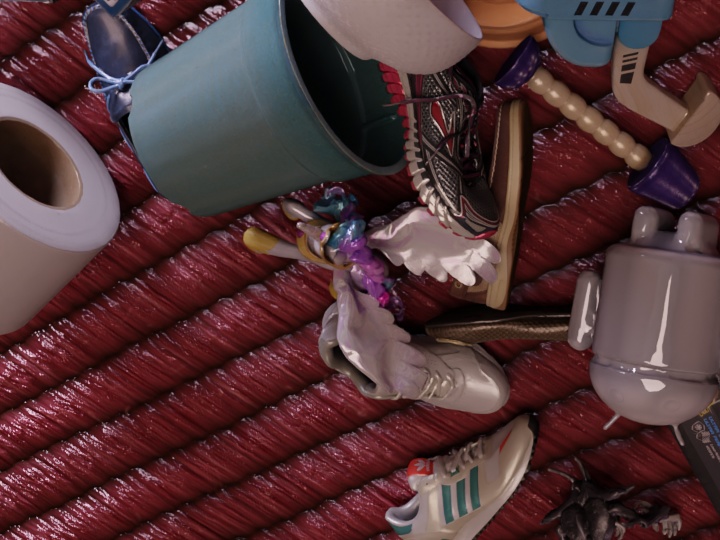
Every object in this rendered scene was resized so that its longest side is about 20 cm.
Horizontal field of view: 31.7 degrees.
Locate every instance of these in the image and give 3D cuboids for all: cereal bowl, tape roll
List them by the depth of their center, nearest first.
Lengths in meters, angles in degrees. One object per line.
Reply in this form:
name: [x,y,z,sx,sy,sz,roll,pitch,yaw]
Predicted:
cereal bowl: [0.003,-0.229,0.998,0.083,0.200,0.200,-39,99,17]
tape roll: [-0.348,-0.060,1.202,0.139,0.203,0.203,-39,99,25]

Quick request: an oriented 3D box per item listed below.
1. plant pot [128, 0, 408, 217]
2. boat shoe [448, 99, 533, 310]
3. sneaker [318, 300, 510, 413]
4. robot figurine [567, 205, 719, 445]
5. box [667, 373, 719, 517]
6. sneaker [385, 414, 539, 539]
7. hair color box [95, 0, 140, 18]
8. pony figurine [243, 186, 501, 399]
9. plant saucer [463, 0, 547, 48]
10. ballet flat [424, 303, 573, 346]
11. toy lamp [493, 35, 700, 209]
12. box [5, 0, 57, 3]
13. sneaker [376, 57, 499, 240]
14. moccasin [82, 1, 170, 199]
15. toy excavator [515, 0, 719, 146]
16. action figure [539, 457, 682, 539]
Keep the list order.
plant pot: [-0.084,-0.146,1.112,0.195,0.200,0.201,-20,107,30]
boat shoe: [0.113,-0.061,1.157,0.071,0.072,0.201,10,119,12]
sneaker: [0.046,0.102,1.225,0.199,0.099,0.078,19,116,6]
robot figurine: [0.262,0.047,1.103,0.169,0.113,0.202,11,94,35]
box: [0.385,0.116,1.174,0.198,0.050,0.201,-25,105,24]
sneaker: [0.098,0.210,1.275,0.093,0.070,0.200,33,117,-2]
hair color box: [-0.157,-0.316,1.097,0.200,0.100,0.061,-40,100,26]
pony figurine: [0.000,0.000,1.140,0.192,0.200,0.167,31,85,-20]
plant saucer: [0.118,-0.287,1.077,0.199,0.032,0.202,5,113,12]
ballet flat: [0.160,0.056,1.198,0.198,0.067,0.047,-5,104,10]
toy lamp: [0.210,-0.125,1.103,0.200,0.058,0.058,37,117,-10]
box: [-0.375,-0.334,1.176,0.199,0.046,0.160,5,114,12]
sneaker: [0.077,-0.123,1.090,0.074,0.080,0.201,-20,88,33]
moccasin: [-0.201,-0.161,1.193,0.080,0.068,0.201,-24,105,23]
toy excavator: [0.213,-0.199,1.044,0.193,0.100,0.201,1,130,-2]
action figure: [0.254,0.278,1.252,0.118,0.102,0.201,-28,77,32]
